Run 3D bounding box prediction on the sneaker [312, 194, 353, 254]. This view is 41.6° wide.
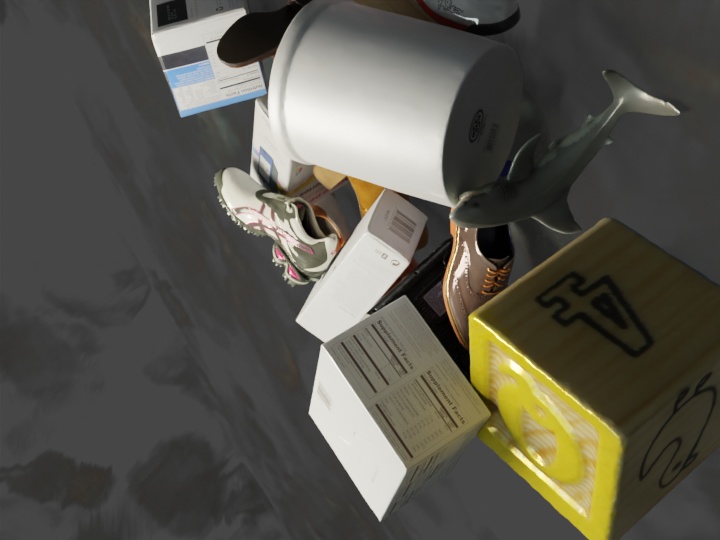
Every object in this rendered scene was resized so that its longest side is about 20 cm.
[{"bbox_3d":[-0.028,-0.018,1.441,0.072,0.085,0.201,-30,106,28],"label":"sneaker"}]

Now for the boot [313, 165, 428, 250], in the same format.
[{"bbox_3d":[0.048,-0.117,1.217,0.200,0.071,0.144,36,135,-20],"label":"boot"}]

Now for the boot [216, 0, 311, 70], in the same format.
[{"bbox_3d":[-0.111,-0.252,1.235,0.064,0.186,0.201,42,151,18],"label":"boot"}]

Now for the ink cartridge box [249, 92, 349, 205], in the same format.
[{"bbox_3d":[-0.068,-0.174,1.288,0.088,0.144,0.201,51,156,15],"label":"ink cartridge box"}]

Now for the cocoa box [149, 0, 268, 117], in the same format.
[{"bbox_3d":[-0.213,-0.331,1.319,0.201,0.131,0.132,-107,2,-49],"label":"cocoa box"}]

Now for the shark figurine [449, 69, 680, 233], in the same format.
[{"bbox_3d":[0.193,-0.085,0.881,0.090,0.213,0.128,57,-168,16],"label":"shark figurine"}]

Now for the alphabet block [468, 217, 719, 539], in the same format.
[{"bbox_3d":[0.240,0.105,0.929,0.196,0.199,0.197,38,151,38],"label":"alphabet block"}]

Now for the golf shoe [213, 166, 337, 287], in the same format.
[{"bbox_3d":[-0.108,-0.076,1.254,0.200,0.077,0.088,46,124,8],"label":"golf shoe"}]

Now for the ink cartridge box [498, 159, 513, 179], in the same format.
[{"bbox_3d":[0.114,-0.119,1.047,0.199,0.094,0.038,31,107,51],"label":"ink cartridge box"}]

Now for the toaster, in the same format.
[{"bbox_3d":[0.111,0.075,1.189,0.181,0.200,0.119,48,155,2],"label":"toaster"}]

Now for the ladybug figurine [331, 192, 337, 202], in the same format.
[{"bbox_3d":[-0.107,-0.140,1.508,0.202,0.071,0.136,58,158,1],"label":"ladybug figurine"}]

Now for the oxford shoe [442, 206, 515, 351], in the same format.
[{"bbox_3d":[0.139,0.004,1.082,0.073,0.070,0.203,-147,50,-66],"label":"oxford shoe"}]

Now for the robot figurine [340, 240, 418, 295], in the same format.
[{"bbox_3d":[0.047,0.037,1.360,0.144,0.116,0.201,-45,74,22],"label":"robot figurine"}]

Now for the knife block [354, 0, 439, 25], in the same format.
[{"bbox_3d":[0.053,-0.250,1.045,0.175,0.064,0.202,13,130,59],"label":"knife block"}]

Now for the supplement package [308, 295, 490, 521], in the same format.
[{"bbox_3d":[0.034,0.154,1.030,0.157,0.110,0.201,54,158,20],"label":"supplement package"}]

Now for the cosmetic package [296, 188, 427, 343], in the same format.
[{"bbox_3d":[0.000,0.000,1.224,0.074,0.102,0.200,34,131,-7],"label":"cosmetic package"}]

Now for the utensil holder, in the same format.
[{"bbox_3d":[0.036,-0.164,0.927,0.198,0.170,0.171,22,141,30],"label":"utensil holder"}]

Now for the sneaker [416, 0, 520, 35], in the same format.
[{"bbox_3d":[0.076,-0.314,0.911,0.201,0.067,0.109,46,157,33],"label":"sneaker"}]
